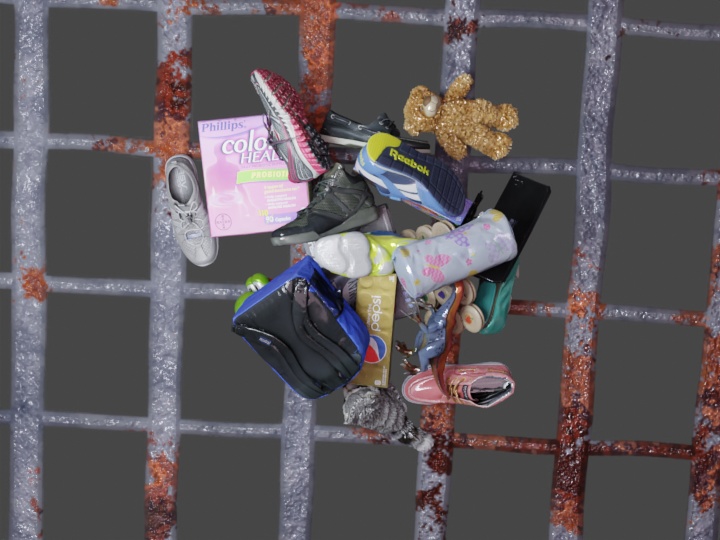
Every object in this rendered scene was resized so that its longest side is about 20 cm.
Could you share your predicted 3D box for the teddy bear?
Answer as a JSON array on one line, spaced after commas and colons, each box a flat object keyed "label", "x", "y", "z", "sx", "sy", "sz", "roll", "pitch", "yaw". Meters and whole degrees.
[{"label": "teddy bear", "x": 0.175, "y": -0.261, "z": 1.734, "sx": 0.200, "sy": 0.067, "sz": 0.145, "roll": 33, "pitch": 94, "yaw": -3}]

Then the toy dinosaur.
[{"label": "toy dinosaur", "x": 0.134, "y": 0.090, "z": 1.709, "sx": 0.200, "sy": 0.105, "sz": 0.181, "roll": 36, "pitch": 115, "yaw": -23}]

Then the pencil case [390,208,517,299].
[{"label": "pencil case", "x": 0.152, "y": -0.028, "z": 1.624, "sx": 0.200, "sy": 0.083, "sz": 0.091, "roll": -23, "pitch": 90, "yaw": -11}]

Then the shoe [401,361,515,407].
[{"label": "shoe", "x": 0.172, "y": 0.204, "z": 1.779, "sx": 0.200, "sy": 0.091, "sz": 0.072, "roll": -7, "pitch": 97, "yaw": 2}]

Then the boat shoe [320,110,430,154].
[{"label": "boat shoe", "x": 0.027, "y": -0.238, "z": 1.726, "sx": 0.199, "sy": 0.074, "sz": 0.066, "roll": 11, "pitch": 95, "yaw": 21}]

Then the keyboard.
[{"label": "keyboard", "x": 0.235, "y": -0.081, "z": 1.752, "sx": 0.127, "sy": 0.021, "sz": 0.200, "roll": 26, "pitch": 79, "yaw": 19}]

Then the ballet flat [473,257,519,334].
[{"label": "ballet flat", "x": 0.242, "y": 0.020, "z": 1.765, "sx": 0.067, "sy": 0.070, "sz": 0.200, "roll": 5, "pitch": 72, "yaw": 40}]

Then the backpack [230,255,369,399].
[{"label": "backpack", "x": -0.077, "y": 0.092, "z": 1.650, "sx": 0.162, "sy": 0.168, "sz": 0.200, "roll": -34, "pitch": 102, "yaw": 24}]

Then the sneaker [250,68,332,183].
[{"label": "sneaker", "x": -0.127, "y": -0.236, "z": 1.641, "sx": 0.075, "sy": 0.081, "sz": 0.200, "roll": -28, "pitch": 90, "yaw": 27}]

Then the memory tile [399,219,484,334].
[{"label": "memory tile", "x": 0.137, "y": 0.017, "z": 1.737, "sx": 0.017, "sy": 0.153, "sz": 0.200, "roll": -22, "pitch": 97, "yaw": -35}]

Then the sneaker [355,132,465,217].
[{"label": "sneaker", "x": 0.080, "y": -0.146, "z": 1.616, "sx": 0.200, "sy": 0.082, "sz": 0.074, "roll": 32, "pitch": 58, "yaw": -18}]

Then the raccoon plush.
[{"label": "raccoon plush", "x": 0.052, "y": 0.255, "z": 1.764, "sx": 0.200, "sy": 0.134, "sz": 0.097, "roll": 25, "pitch": 96, "yaw": -2}]

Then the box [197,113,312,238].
[{"label": "box", "x": -0.176, "y": -0.166, "z": 1.735, "sx": 0.176, "sy": 0.097, "sz": 0.200, "roll": -5, "pitch": 96, "yaw": 2}]

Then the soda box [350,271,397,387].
[{"label": "soda box", "x": 0.024, "y": 0.095, "z": 1.731, "sx": 0.068, "sy": 0.064, "sz": 0.200, "roll": 5, "pitch": 99, "yaw": 5}]

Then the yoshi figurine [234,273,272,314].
[{"label": "yoshi figurine", "x": -0.152, "y": 0.104, "z": 1.766, "sx": 0.112, "sy": 0.112, "sz": 0.200, "roll": -34, "pitch": 92, "yaw": 11}]

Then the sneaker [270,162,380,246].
[{"label": "sneaker", "x": -0.069, "y": -0.109, "z": 1.662, "sx": 0.199, "sy": 0.076, "sz": 0.114, "roll": -22, "pitch": 102, "yaw": -23}]

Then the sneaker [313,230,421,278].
[{"label": "sneaker", "x": 0.010, "y": -0.030, "z": 1.681, "sx": 0.200, "sy": 0.105, "sz": 0.076, "roll": 5, "pitch": 99, "yaw": -18}]

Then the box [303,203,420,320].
[{"label": "box", "x": 0.000, "y": 0.000, "z": 1.773, "sx": 0.160, "sy": 0.044, "sz": 0.200, "roll": -16, "pitch": 97, "yaw": 8}]

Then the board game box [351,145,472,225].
[{"label": "board game box", "x": 0.084, "y": -0.141, "z": 1.714, "sx": 0.200, "sy": 0.134, "sz": 0.045, "roll": 28, "pitch": 90, "yaw": -2}]

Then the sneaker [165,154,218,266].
[{"label": "sneaker", "x": -0.304, "y": -0.101, "z": 1.752, "sx": 0.075, "sy": 0.082, "sz": 0.200, "roll": -17, "pitch": 96, "yaw": 3}]
